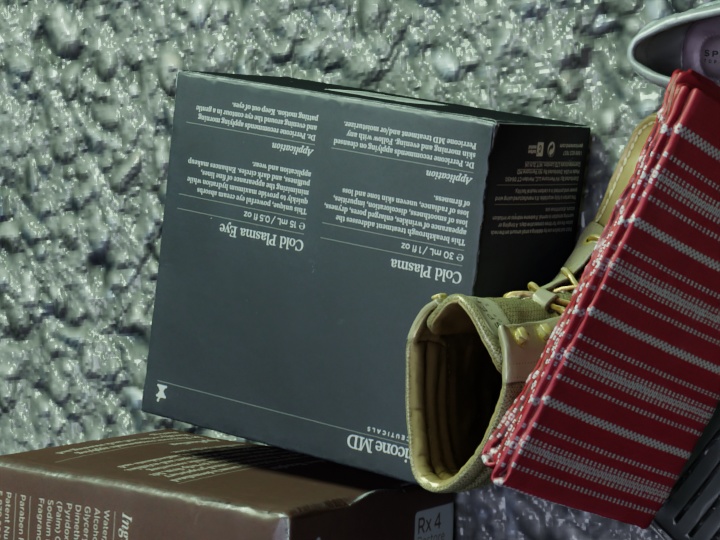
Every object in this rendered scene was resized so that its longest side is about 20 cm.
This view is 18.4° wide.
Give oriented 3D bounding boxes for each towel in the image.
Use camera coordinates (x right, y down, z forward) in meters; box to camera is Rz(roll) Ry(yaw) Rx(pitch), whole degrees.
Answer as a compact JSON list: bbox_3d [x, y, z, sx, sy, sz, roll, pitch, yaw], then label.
[{"bbox_3d":[0.139,0.018,1.019,0.022,0.144,0.201,30,96,40],"label":"towel"}]

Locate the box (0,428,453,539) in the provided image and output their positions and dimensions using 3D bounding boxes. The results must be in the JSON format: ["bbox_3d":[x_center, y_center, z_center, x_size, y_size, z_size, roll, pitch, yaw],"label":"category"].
[{"bbox_3d":[-0.077,0.183,1.174,0.199,0.165,0.166,6,95,33],"label":"box"}]

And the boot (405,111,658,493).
[{"bbox_3d":[0.099,0.013,1.052,0.072,0.155,0.202,24,100,41],"label":"boot"}]

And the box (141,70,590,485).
[{"bbox_3d":[0.000,0.000,1.151,0.199,0.104,0.184,12,98,32],"label":"box"}]

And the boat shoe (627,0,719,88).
[{"bbox_3d":[0.216,-0.098,1.009,0.201,0.064,0.075,8,97,46],"label":"boat shoe"}]

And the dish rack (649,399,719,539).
[{"bbox_3d":[0.226,0.128,1.041,0.200,0.054,0.154,45,113,24],"label":"dish rack"}]
